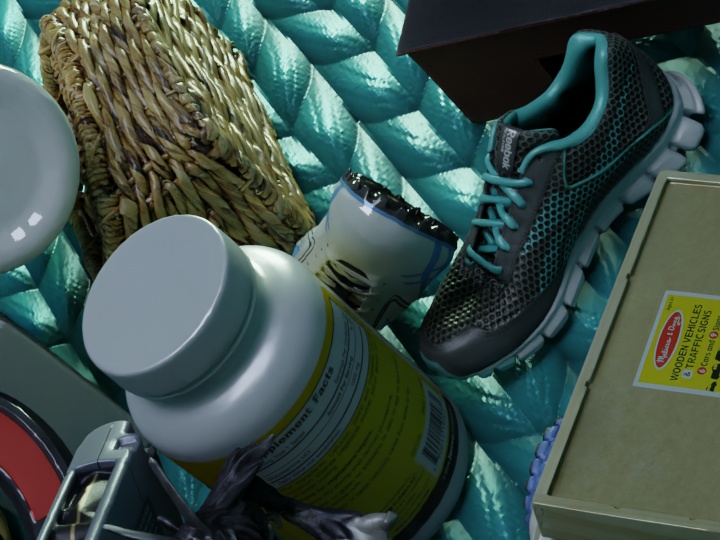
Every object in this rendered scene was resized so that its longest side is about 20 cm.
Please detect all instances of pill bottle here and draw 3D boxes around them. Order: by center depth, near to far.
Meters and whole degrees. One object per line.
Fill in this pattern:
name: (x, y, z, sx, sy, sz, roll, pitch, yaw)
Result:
pill bottle: (-0.042, 0.060, 1.154, 0.112, 0.200, 0.113, -21, 49, 26)
pill bottle: (-0.220, -0.061, 1.328, 0.115, 0.114, 0.200, -51, 12, -3)

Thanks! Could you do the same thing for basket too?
basket: (-0.138, -0.068, 1.365, 0.149, 0.143, 0.201, -36, 44, 12)

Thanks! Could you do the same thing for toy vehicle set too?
toy vehicle set: (0.167, 0.041, 1.076, 0.123, 0.027, 0.201, 7, 53, 26)

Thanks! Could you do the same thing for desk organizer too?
desk organizer: (0.126, -0.140, 1.251, 0.199, 0.077, 0.072, -9, 55, 35)

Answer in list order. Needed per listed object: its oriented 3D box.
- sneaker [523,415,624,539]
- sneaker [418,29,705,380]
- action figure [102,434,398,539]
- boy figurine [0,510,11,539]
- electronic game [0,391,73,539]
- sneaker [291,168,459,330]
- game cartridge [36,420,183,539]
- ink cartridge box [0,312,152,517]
sneaker: (0.108, 0.154, 1.060, 0.085, 0.077, 0.201, -3, 59, 33)
sneaker: (0.085, -0.039, 1.202, 0.077, 0.091, 0.201, 30, 81, 47)
action figure: (-0.027, 0.154, 1.074, 0.102, 0.200, 0.119, 16, 71, 41)
boy figurine: (-0.298, 0.168, 1.345, 0.199, 0.125, 0.065, -20, 52, 2)
electronic game: (-0.208, 0.156, 1.182, 0.199, 0.042, 0.202, -4, 83, 31)
sneaker: (0.000, 0.000, 1.202, 0.073, 0.072, 0.200, -59, 0, -12)
game cartridge: (-0.112, 0.175, 1.076, 0.040, 0.134, 0.200, -15, 24, 16)
ink cartridge box: (-0.229, 0.057, 1.347, 0.084, 0.145, 0.200, -53, 44, -5)
